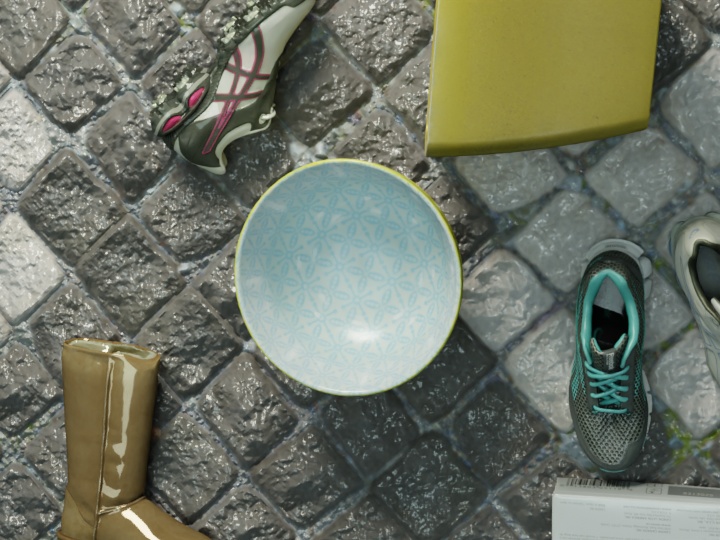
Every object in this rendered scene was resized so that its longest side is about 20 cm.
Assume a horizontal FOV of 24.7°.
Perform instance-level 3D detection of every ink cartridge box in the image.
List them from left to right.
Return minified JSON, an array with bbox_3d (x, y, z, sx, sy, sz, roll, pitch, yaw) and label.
[{"bbox_3d":[0.249,0.286,1.444,0.161,0.050,0.201,2,106,13],"label":"ink cartridge box"}]

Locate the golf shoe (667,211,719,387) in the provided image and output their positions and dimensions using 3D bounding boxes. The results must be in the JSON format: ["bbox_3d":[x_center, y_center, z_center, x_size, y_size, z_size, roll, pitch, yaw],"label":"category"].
[{"bbox_3d":[0.313,0.051,1.366,0.078,0.097,0.201,-29,91,13],"label":"golf shoe"}]

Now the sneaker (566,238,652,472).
[{"bbox_3d":[0.208,0.076,1.397,0.077,0.091,0.202,-1,97,14],"label":"sneaker"}]

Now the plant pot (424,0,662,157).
[{"bbox_3d":[0.147,-0.192,1.336,0.175,0.200,0.201,5,98,1],"label":"plant pot"}]

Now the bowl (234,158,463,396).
[{"bbox_3d":[0.000,0.000,1.428,0.199,0.108,0.202,2,98,14],"label":"bowl"}]

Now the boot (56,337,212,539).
[{"bbox_3d":[-0.204,0.174,1.523,0.174,0.066,0.201,7,97,12],"label":"boot"}]

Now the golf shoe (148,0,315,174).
[{"bbox_3d":[-0.098,-0.177,1.459,0.088,0.077,0.200,41,108,-15],"label":"golf shoe"}]
